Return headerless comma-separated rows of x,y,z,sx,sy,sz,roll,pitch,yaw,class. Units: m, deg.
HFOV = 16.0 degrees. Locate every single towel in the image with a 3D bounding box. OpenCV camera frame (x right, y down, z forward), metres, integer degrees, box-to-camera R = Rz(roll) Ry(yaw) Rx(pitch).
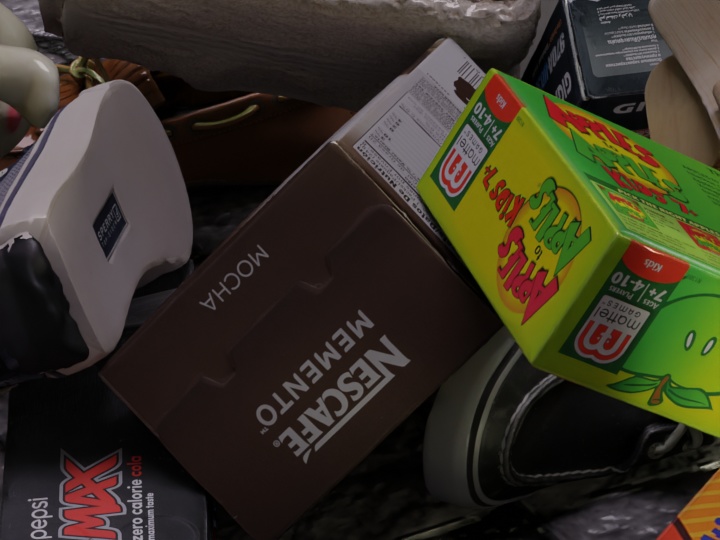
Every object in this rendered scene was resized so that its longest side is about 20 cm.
-0.031,-0.098,1.002,0.199,0.035,0.133,9,-12,0,towel

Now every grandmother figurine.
0.174,-0.035,0.961,0.121,0.061,0.200,25,2,23,grandmother figurine

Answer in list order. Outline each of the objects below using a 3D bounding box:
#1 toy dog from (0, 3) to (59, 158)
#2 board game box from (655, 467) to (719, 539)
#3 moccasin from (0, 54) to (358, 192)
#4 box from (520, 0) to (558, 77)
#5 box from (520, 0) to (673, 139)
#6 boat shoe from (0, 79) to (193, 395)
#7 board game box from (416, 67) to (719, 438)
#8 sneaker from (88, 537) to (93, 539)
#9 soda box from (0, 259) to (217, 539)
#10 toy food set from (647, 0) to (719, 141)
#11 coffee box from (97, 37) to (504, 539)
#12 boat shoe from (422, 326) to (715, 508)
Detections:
-0.200,-0.052,0.959,0.193,0.140,0.200,9,29,25,toy dog
0.181,0.137,0.573,0.199,0.201,0.200,15,32,29,board game box
-0.095,-0.069,1.106,0.200,0.078,0.074,-3,31,-1,moccasin
0.102,-0.149,1.204,0.127,0.110,0.200,7,30,17,box
0.161,-0.070,1.020,0.199,0.159,0.046,-8,73,-11,box
-0.121,-0.008,0.875,0.092,0.075,0.200,-19,11,12,boat shoe
0.123,0.014,0.784,0.199,0.048,0.102,21,21,-30,board game box
-0.059,0.137,0.739,0.199,0.075,0.081,16,41,7,sneaker
-0.084,0.071,0.863,0.070,0.064,0.200,-4,29,-3,soda box
0.161,-0.086,0.777,0.143,0.061,0.200,-33,18,12,toy food set
0.000,0.000,0.873,0.080,0.113,0.200,46,19,-2,coffee box
0.101,0.033,0.911,0.063,0.071,0.200,19,34,36,boat shoe
